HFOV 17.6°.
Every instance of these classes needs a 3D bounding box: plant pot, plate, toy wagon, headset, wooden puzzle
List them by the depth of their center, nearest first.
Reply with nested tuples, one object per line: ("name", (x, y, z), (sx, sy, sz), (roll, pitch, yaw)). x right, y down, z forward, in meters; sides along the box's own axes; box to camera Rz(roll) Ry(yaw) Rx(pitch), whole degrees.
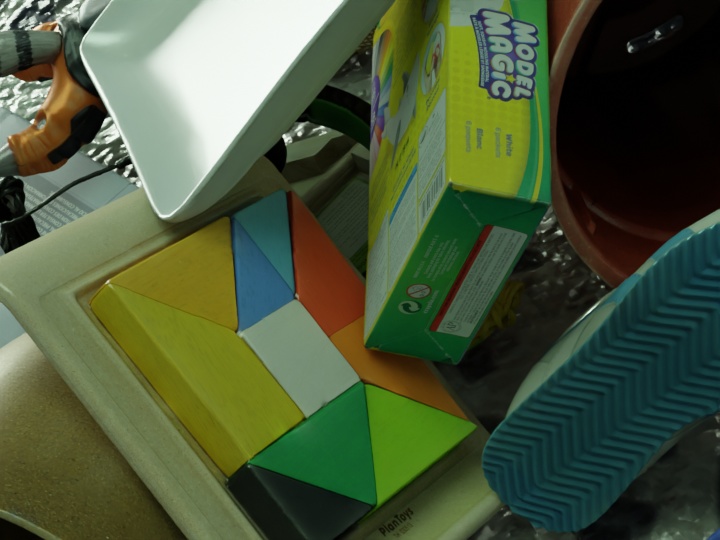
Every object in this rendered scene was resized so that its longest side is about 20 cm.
("wooden puzzle", (-0.033, 0.040, 0.928), (0.037, 0.200, 0.185), (-49, -10, 35))
("plant pot", (-0.117, 0.099, 0.960), (0.185, 0.188, 0.201), (-4, 33, 24))
("plate", (-0.033, -0.128, 0.992), (0.200, 0.032, 0.200), (-49, 31, 10))
("plant pot", (0.145, -0.115, 1.029), (0.199, 0.202, 0.196), (-26, 33, 0))
("headset", (-0.071, -0.023, 1.063), (0.198, 0.094, 0.125), (4, 62, 2))
("toy wagon", (0.000, 0.000, 1.090), (0.199, 0.040, 0.155), (26, 63, 42))

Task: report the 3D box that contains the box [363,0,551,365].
("box", (0.039, -0.076, 0.966), (0.048, 0.118, 0.201), (10, 53, -13))

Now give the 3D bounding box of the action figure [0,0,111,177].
("action figure", (-0.123, -0.093, 1.157), (0.192, 0.105, 0.201), (-24, 39, 5))

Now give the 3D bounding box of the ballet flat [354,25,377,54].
("ballet flat", (-0.043, -0.143, 1.257), (0.199, 0.070, 0.066), (28, 91, 47))

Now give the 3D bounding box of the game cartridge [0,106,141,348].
("game cartridge", (-0.192, -0.013, 1.208), (0.133, 0.042, 0.199), (-45, 44, -15))

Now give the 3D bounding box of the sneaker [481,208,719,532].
("sneaker", (0.129, 0.022, 0.919), (0.200, 0.077, 0.081), (-38, 9, 34))

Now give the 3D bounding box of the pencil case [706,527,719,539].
("pencil case", (0.200, 0.064, 0.881), (0.078, 0.087, 0.200), (16, 55, 38))
